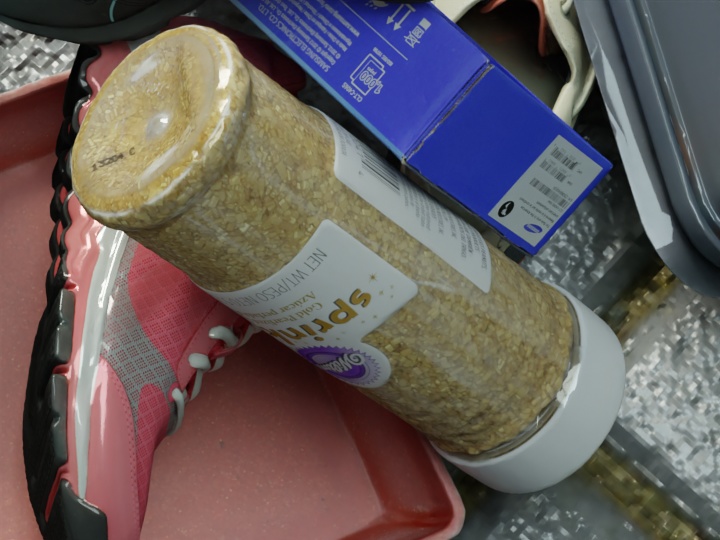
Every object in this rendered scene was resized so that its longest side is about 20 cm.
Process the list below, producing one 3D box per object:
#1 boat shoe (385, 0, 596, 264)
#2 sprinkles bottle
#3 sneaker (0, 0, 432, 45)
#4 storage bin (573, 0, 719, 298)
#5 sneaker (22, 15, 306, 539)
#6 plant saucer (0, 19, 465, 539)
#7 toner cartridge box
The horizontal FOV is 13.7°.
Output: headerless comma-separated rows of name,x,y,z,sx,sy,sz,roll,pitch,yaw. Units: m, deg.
boat shoe,0.050,-0.077,1.055,0.071,0.063,0.200,20,66,-2
sprinkles bottle,0.000,0.000,0.936,0.200,0.068,0.068,36,61,-38
sneaker,-0.050,-0.121,0.915,0.200,0.079,0.075,-6,66,26
storage bin,0.170,-0.106,1.034,0.145,0.134,0.200,1,68,-41
sneaker,-0.057,0.004,0.959,0.087,0.074,0.200,9,69,-10
plant saucer,-0.095,0.038,0.997,0.199,0.037,0.200,-22,77,-18
toner cartridge box,-0.011,-0.090,0.986,0.043,0.095,0.200,-48,56,4
